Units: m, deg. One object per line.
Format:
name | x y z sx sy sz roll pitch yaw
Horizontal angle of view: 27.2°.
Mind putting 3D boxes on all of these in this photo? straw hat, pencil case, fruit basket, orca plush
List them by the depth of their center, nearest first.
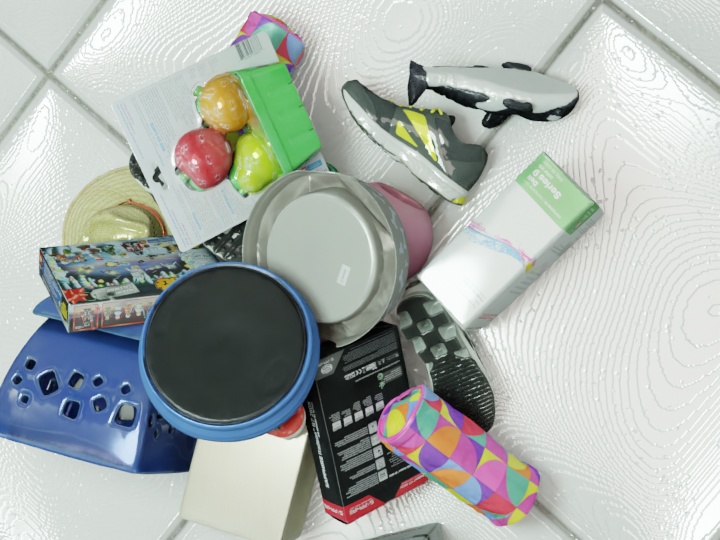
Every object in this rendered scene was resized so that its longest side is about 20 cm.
pencil case | 0.113 0.209 1.675 0.200 0.088 0.089 38 98 -21
fruit basket | -0.156 -0.147 1.688 0.199 0.094 0.186 -27 101 -9
orca plush | 0.149 -0.189 1.720 0.198 0.105 0.072 -2 126 -17
pencil case | -0.143 -0.210 1.783 0.088 0.088 0.201 32 96 12
straw hat | -0.290 -0.040 1.818 0.199 0.085 0.203 -1 87 13

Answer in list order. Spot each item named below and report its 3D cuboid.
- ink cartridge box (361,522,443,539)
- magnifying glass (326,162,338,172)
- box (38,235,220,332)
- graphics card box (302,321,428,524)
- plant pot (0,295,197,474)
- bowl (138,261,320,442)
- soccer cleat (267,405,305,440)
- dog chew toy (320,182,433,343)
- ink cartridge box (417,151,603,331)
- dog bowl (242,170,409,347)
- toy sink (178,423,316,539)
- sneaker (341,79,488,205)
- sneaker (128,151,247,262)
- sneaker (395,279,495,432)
ink cartridge box | 0.018 0.354 1.675 0.146 0.200 0.084 -16 88 13
magnifying glass | -0.056 -0.033 1.795 0.079 0.022 0.202 -1 90 16
box | -0.258 0.011 1.717 0.199 0.137 0.040 -7 122 -25
graphics card box | 0.001 0.171 1.695 0.051 0.125 0.202 14 122 54
plant pot | -0.296 0.132 1.761 0.198 0.200 0.181 13 86 14
bowl | -0.144 0.084 1.609 0.199 0.039 0.202 -1 69 3
soccer cleat | -0.140 0.119 1.664 0.200 0.085 0.069 39 76 13
dog chew toy | 0.000 0.000 1.734 0.124 0.124 0.201 32 102 12
ink cartridge box | 0.170 -0.029 1.678 0.088 0.145 0.200 45 98 11
dog bowl | -0.034 -0.015 1.655 0.199 0.059 0.202 4 99 30
toy sink | -0.116 0.207 1.756 0.129 0.112 0.202 14 92 12
sneaker | 0.065 -0.165 1.753 0.200 0.074 0.085 41 91 2
sneaker | -0.188 -0.071 1.767 0.200 0.091 0.067 40 82 15
sneaker | 0.106 0.097 1.731 0.074 0.089 0.201 -18 109 15
